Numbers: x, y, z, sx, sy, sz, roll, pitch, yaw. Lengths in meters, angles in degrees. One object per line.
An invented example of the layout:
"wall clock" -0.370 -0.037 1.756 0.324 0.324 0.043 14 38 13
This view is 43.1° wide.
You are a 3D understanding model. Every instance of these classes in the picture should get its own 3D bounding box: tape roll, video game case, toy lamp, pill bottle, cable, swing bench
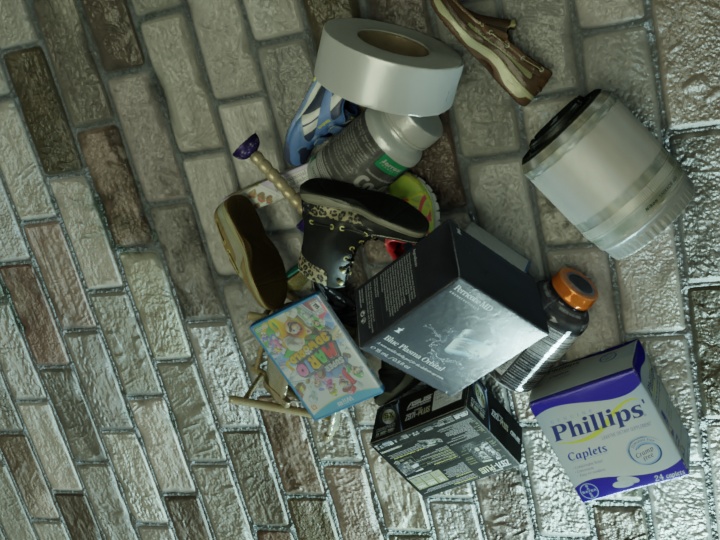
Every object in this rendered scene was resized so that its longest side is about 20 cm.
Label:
"tape roll" 0.039 -0.287 1.280 0.202 0.202 0.071 22 119 11
"video game case" -0.071 0.142 1.488 0.143 0.018 0.200 -27 106 25
"toy lamp" -0.119 -0.127 1.454 0.200 0.058 0.058 46 121 -5
"pill bottle" 0.022 -0.182 1.386 0.200 0.113 0.113 -37 96 32
"cable" 0.000 0.000 1.484 0.163 0.051 0.200 -5 128 -3
"swing bench" -0.102 0.159 1.589 0.200 0.130 0.199 20 119 6
"pill bottle" 0.281 0.088 1.412 0.106 0.106 0.200 36 121 3

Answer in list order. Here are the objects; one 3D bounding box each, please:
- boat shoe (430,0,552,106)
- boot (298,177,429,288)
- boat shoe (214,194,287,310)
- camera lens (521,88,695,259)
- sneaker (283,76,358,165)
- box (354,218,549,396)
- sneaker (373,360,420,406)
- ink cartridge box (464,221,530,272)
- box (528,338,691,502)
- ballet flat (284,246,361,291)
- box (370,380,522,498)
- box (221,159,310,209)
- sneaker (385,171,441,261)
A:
"boat shoe" 0.188 -0.328 1.284 0.202 0.075 0.075 44 108 -9
"boot" -0.002 -0.042 1.365 0.203 0.073 0.154 19 124 16
"boat shoe" -0.184 -0.027 1.521 0.066 0.074 0.200 -17 95 50
"camera lens" 0.335 -0.135 1.254 0.200 0.160 0.160 45 121 -3
"sneaker" -0.054 -0.236 1.416 0.082 0.074 0.200 33 122 2
"box" 0.129 0.060 1.328 0.197 0.118 0.200 30 126 -32
"sneaker" 0.059 0.147 1.552 0.114 0.076 0.200 51 141 20
"ink cartridge box" 0.164 0.038 1.457 0.116 0.068 0.200 34 122 4
"box" 0.393 0.239 1.437 0.184 0.105 0.200 -25 102 29
"ballet flat" -0.067 -0.008 1.530 0.071 0.071 0.200 47 119 -4
"box" 0.146 0.280 1.541 0.200 0.086 0.164 -28 118 30
"box" -0.140 -0.138 1.514 0.200 0.041 0.039 -19 106 29
"sneaker" 0.074 -0.063 1.401 0.078 0.090 0.200 -32 68 45
